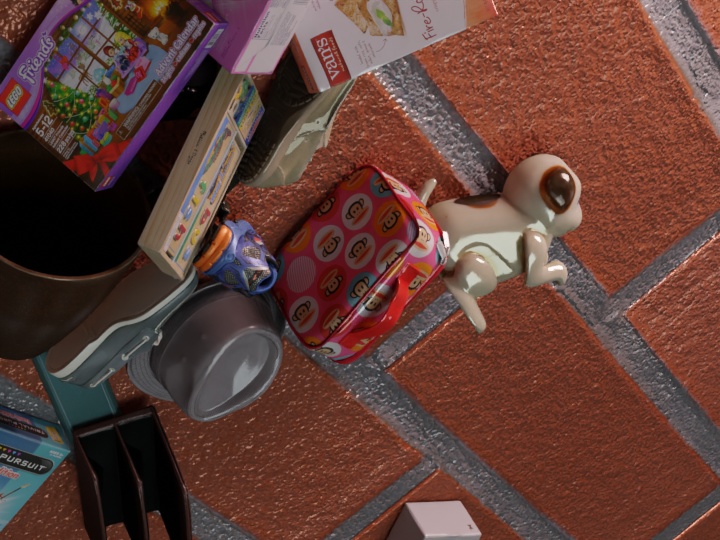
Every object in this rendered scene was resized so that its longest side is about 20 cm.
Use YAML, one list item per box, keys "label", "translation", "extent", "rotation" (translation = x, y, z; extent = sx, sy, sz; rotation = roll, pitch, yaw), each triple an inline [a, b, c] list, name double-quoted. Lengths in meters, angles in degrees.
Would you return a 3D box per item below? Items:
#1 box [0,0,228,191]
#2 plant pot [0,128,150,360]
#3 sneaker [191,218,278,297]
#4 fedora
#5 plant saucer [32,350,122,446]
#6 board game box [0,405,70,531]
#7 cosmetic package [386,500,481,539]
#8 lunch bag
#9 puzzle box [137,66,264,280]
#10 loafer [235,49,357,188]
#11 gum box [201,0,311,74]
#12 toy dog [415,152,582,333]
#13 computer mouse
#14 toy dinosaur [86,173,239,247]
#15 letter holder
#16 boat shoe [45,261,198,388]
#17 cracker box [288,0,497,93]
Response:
- label: "box"
  translation: [-0.234, -0.193, 1.409]
  extent: [0.200, 0.137, 0.039]
  rotation: [-52, 173, 17]
- label: "plant pot"
  translation: [-0.324, -0.004, 1.505]
  extent: [0.187, 0.187, 0.200]
  rotation: [-2, 143, -30]
- label: "sneaker"
  translation: [-0.126, -0.005, 1.622]
  extent: [0.075, 0.078, 0.200]
  rotation: [-51, 179, 5]
- label: "fedora"
  translation: [-0.162, 0.104, 1.745]
  extent: [0.200, 0.090, 0.177]
  rotation: [-44, 136, 10]
- label: "plant saucer"
  translation: [-0.322, 0.128, 1.724]
  extent: [0.070, 0.019, 0.200]
  rotation: [-23, 137, -11]
- label: "board game box"
  translation: [-0.451, 0.239, 1.723]
  extent: [0.200, 0.047, 0.151]
  rotation: [-48, 136, 15]
- label: "cosmetic package"
  translation: [0.081, 0.428, 2.196]
  extent: [0.101, 0.071, 0.200]
  rotation: [4, 125, -34]
- label: "lunch bag"
  translation: [0.000, 0.000, 1.687]
  extent: [0.200, 0.176, 0.082]
  rotation: [-47, 135, 14]
- label: "puzzle box"
  translation: [-0.153, -0.095, 1.490]
  extent: [0.133, 0.025, 0.200]
  rotation: [74, 40, -78]
- label: "loafer"
  translation: [-0.057, -0.169, 1.581]
  extent: [0.200, 0.076, 0.068]
  rotation: [-52, 144, 15]
- label: "gum box"
  translation: [-0.098, -0.286, 1.407]
  extent: [0.066, 0.113, 0.200]
  rotation: [-9, 136, -56]
- label: "toy dog"
  translation: [0.169, -0.057, 1.792]
  extent: [0.200, 0.140, 0.194]
  rotation: [-34, 101, 2]
- label: "computer mouse"
  translation: [-0.193, -0.191, 1.491]
  extent: [0.200, 0.053, 0.139]
  rotation: [4, 126, -34]
- label: "toy dinosaur"
  translation: [-0.178, -0.070, 1.592]
  extent: [0.200, 0.077, 0.102]
  rotation: [-16, 148, -13]
- label: "letter holder"
  translation: [-0.264, 0.285, 1.793]
  extent: [0.100, 0.142, 0.200]
  rotation: [-16, 140, -19]
- label: "boat shoe"
  translation: [-0.247, 0.059, 1.643]
  extent: [0.200, 0.073, 0.062]
  rotation: [-36, 131, 11]
- label: "cracker box"
  translation: [0.017, -0.273, 1.495]
  extent: [0.200, 0.058, 0.134]
  rotation: [-25, 102, -9]
